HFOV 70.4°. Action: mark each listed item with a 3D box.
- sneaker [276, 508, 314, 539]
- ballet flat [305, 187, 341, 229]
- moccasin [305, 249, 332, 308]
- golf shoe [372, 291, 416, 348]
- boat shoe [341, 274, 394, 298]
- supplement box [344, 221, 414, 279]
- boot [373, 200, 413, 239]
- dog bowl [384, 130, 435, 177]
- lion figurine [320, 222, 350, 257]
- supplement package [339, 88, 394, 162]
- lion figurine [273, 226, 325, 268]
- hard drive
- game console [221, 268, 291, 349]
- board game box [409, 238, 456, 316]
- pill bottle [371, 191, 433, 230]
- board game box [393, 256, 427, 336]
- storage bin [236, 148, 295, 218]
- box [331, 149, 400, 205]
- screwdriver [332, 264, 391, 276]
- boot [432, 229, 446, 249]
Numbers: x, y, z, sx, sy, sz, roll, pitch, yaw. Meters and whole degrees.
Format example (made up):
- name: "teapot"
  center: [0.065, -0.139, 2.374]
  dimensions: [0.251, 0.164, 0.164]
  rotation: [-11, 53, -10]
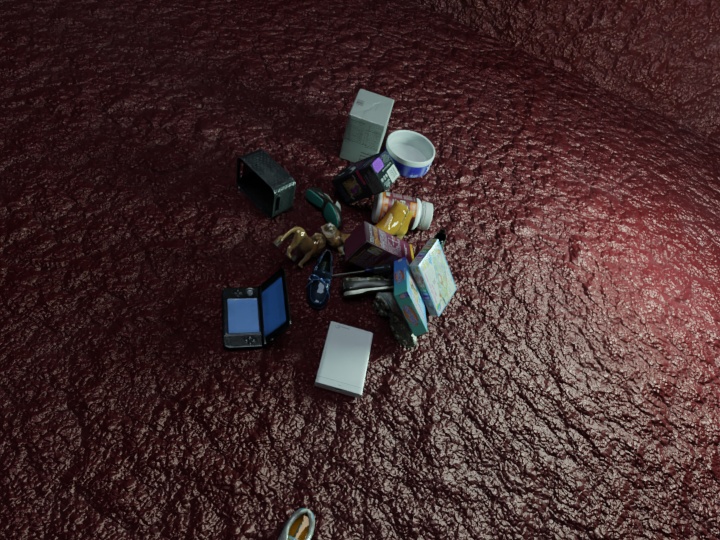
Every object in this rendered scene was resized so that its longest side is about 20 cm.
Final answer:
- name: "sneaker"
  center: [-0.158, 0.600, 1.075]
  dimensions: [0.076, 0.081, 0.201]
  rotation: [24, 51, 1]
- name: "ballet flat"
  center: [-0.110, -0.224, 1.765]
  dimensions: [0.068, 0.068, 0.200]
  rotation: [-18, 58, -42]
- name: "moccasin"
  center: [-0.125, 0.019, 1.560]
  dimensions: [0.079, 0.069, 0.202]
  rotation: [9, 50, -9]
- name: "golf shoe"
  center: [0.125, 0.138, 1.538]
  dimensions: [0.096, 0.079, 0.201]
  rotation: [-15, 59, -34]
- name: "boat shoe"
  center: [0.040, 0.041, 1.581]
  dimensions: [0.199, 0.072, 0.061]
  rotation: [-7, 76, -19]
- name: "supplement box"
  center: [0.059, -0.057, 1.602]
  dimensions: [0.199, 0.110, 0.086]
  rotation: [24, 43, -31]
- name: "boot"
  center: [0.086, -0.164, 1.672]
  dimensions: [0.200, 0.145, 0.071]
  rotation: [14, 11, -46]
- name: "dog bowl"
  center: [0.192, -0.466, 2.038]
  dimensions: [0.198, 0.079, 0.202]
  rotation: [8, 51, -10]
- name: "lion figurine"
  center: [-0.031, -0.100, 1.694]
  dimensions: [0.198, 0.073, 0.123]
  rotation: [6, 36, -30]
- name: "supplement package"
  center: [0.024, -0.547, 1.974]
  dimensions: [0.145, 0.201, 0.192]
  rotation: [18, 48, -1]
- name: "lion figurine"
  center: [-0.179, -0.086, 1.567]
  dimensions: [0.072, 0.200, 0.123]
  rotation: [39, 87, 23]
- name: "hard drive"
  center: [-0.043, 0.246, 1.430]
  dimensions: [0.130, 0.027, 0.201]
  rotation: [16, 49, -4]
- name: "game console"
  center: [-0.293, 0.102, 1.413]
  dimensions: [0.174, 0.117, 0.202]
  rotation: [0, 52, -17]
- name: "board game box"
  center: [0.229, 0.023, 1.586]
  dimensions: [0.034, 0.201, 0.135]
  rotation: [3, 40, 41]
- name: "pill bottle"
  center: [0.146, -0.206, 1.791]
  dimensions: [0.197, 0.115, 0.115]
  rotation: [10, 50, -8]
- name: "board game box"
  center: [0.146, 0.074, 1.510]
  dimensions: [0.045, 0.153, 0.201]
  rotation: [-21, 25, 14]
- name: "storage bin"
  center: [-0.318, -0.292, 1.708]
  dimensions: [0.200, 0.136, 0.093]
  rotation: [43, 53, 19]
- name: "box"
  center: [0.018, -0.323, 1.783]
  dimensions: [0.122, 0.199, 0.107]
  rotation: [-50, 117, -39]
- name: "screwdriver"
  center: [0.000, 0.000, 1.587]
  dimensions: [0.197, 0.029, 0.028]
  rotation: [-3, 5, 14]
- name: "boot"
  center: [0.225, -0.027, 1.655]
  dimensions: [0.077, 0.139, 0.201]
  rotation: [17, 50, -3]
